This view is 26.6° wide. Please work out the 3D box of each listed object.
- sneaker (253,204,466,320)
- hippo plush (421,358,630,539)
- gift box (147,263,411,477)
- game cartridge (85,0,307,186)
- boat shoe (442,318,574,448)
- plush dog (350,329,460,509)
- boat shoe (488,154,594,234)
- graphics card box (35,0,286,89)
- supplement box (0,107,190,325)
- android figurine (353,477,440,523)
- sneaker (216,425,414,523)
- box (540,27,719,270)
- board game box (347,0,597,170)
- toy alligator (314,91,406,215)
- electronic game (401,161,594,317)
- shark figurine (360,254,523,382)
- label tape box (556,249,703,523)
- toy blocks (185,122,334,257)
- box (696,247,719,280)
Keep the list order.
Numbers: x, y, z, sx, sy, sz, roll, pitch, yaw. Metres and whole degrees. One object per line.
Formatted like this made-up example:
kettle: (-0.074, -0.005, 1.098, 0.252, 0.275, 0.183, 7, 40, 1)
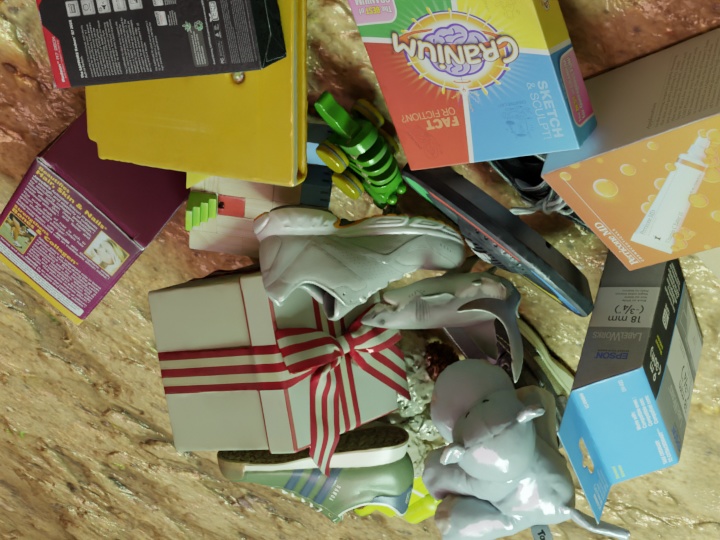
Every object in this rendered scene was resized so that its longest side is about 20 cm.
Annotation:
sneaker: (0.000, 0.000, 1.339, 0.197, 0.093, 0.076, 3, 167, -19)
hippo plush: (0.112, 0.174, 1.375, 0.158, 0.201, 0.161, -33, 141, 9)
gift box: (-0.067, 0.088, 1.454, 0.185, 0.184, 0.203, -8, 100, 39)
game cartridge: (-0.137, -0.168, 1.248, 0.198, 0.032, 0.179, 10, 113, 22)
boat shoe: (0.149, 0.101, 1.494, 0.201, 0.067, 0.071, 41, 143, -25)
plush dog: (0.023, 0.134, 1.566, 0.197, 0.161, 0.174, 12, 120, 13)
boat shoe: (0.153, -0.078, 1.242, 0.073, 0.069, 0.199, -16, 130, 43)
graphics card box: (-0.162, -0.215, 1.195, 0.198, 0.051, 0.127, -2, 108, 27)
supplement box: (-0.264, -0.055, 1.471, 0.131, 0.104, 0.200, 42, 144, -7)
android figurine: (0.016, 0.235, 1.782, 0.181, 0.041, 0.200, 31, 147, -12)
sneaker: (-0.041, 0.211, 1.499, 0.197, 0.067, 0.091, -6, 109, 16)
box: (0.255, -0.094, 1.134, 0.199, 0.098, 0.124, -18, 130, 45)
board game box: (0.074, -0.178, 1.120, 0.151, 0.040, 0.202, -5, 119, 35)
toy alligator: (0.015, -0.083, 1.311, 0.054, 0.059, 0.200, 34, 166, 36)
electronic game: (0.115, -0.026, 1.281, 0.199, 0.042, 0.200, 39, -179, -1)
shark figurine: (0.107, 0.044, 1.338, 0.214, 0.127, 0.091, 4, 117, 61)
label tape box: (0.238, 0.098, 1.316, 0.063, 0.202, 0.145, 0, 141, 28)
toy blocks: (-0.083, -0.081, 1.368, 0.135, 0.101, 0.201, 8, 137, -1)
box: (0.390, 0.011, 1.269, 0.162, 0.021, 0.200, -18, 130, 44)
